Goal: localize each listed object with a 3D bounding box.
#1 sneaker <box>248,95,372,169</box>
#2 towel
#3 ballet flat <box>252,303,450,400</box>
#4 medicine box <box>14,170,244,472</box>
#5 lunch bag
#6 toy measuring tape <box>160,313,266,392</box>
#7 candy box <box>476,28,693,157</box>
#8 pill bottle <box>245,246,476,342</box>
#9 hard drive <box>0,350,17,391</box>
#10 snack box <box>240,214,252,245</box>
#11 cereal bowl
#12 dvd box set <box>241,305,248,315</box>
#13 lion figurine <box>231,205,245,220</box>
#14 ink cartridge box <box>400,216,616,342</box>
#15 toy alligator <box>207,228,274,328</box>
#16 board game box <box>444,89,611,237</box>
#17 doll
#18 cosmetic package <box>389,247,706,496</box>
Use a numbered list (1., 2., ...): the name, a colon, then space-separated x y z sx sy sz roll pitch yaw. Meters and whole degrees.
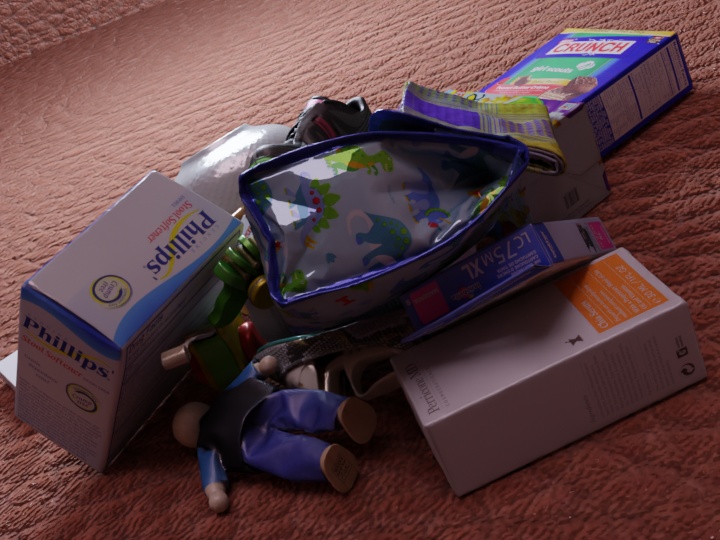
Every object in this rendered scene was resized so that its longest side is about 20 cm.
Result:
1. sneaker: -0.051 -0.136 1.051 0.077 0.084 0.200 -13 9 37
2. towel: 0.098 -0.124 0.850 0.143 0.023 0.200 11 22 3
3. ballet flat: -0.014 0.079 0.843 0.200 0.072 0.072 -19 26 31
4. medicine box: -0.209 0.046 0.907 0.103 0.200 0.182 30 46 7
5. lunch bag: 0.021 -0.040 0.754 0.200 0.128 0.170 -16 -8 -2
6. toy measuring tape: -0.126 0.082 0.895 0.073 0.074 0.200 -20 4 8
7. candy box: 0.232 -0.189 1.111 0.200 0.077 0.169 -36 29 -23
8. pill bottle: 0.000 0.000 0.919 0.200 0.116 0.116 -15 29 17
9. hard drive: -0.301 0.073 1.131 0.200 0.025 0.132 -37 29 -23
10. snack box: -0.039 -0.078 1.000 0.200 0.024 0.072 -35 -9 -29
11. cereal bowl: -0.159 -0.121 1.238 0.200 0.083 0.200 -31 11 7
12. dvd box set: -0.122 -0.019 1.143 0.146 0.029 0.200 -38 31 -25
13. lion figurine: -0.140 -0.030 1.069 0.200 0.073 0.122 -17 12 24
14. ink cartridge box: 0.112 0.003 0.772 0.119 0.042 0.200 -31 -8 28
15. toy alligator: -0.064 -0.032 0.862 0.200 0.054 0.059 -43 49 -6
16. board game box: 0.133 -0.109 1.019 0.105 0.103 0.200 -36 30 -23
17. doll: -0.086 0.134 0.819 0.200 0.048 0.137 1 59 41
18. cosmetic package: 0.133 0.070 0.736 0.200 0.071 0.101 -26 27 -2
